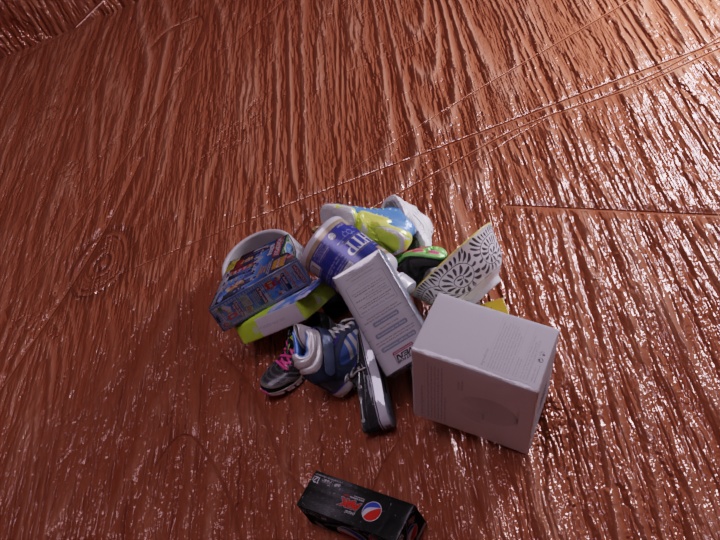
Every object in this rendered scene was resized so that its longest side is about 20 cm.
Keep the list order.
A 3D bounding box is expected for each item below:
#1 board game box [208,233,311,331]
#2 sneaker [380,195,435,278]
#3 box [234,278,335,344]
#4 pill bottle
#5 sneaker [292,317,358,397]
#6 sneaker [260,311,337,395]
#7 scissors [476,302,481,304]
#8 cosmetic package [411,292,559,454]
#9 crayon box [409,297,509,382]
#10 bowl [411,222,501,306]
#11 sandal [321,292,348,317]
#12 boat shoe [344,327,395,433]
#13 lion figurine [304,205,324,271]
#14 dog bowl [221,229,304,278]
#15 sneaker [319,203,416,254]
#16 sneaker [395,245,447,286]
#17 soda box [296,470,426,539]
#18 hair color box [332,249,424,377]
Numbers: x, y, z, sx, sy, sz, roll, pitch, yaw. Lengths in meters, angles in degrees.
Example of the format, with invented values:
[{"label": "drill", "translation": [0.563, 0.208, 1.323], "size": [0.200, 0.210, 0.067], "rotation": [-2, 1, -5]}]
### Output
[{"label": "board game box", "translation": [-0.188, 0.013, 1.784], "size": [0.199, 0.062, 0.200], "rotation": [-23, 25, 18]}, {"label": "sneaker", "translation": [0.121, -0.069, 1.799], "size": [0.078, 0.099, 0.201], "rotation": [-45, 55, 37]}, {"label": "box", "translation": [-0.141, 0.074, 1.744], "size": [0.199, 0.048, 0.122], "rotation": [-23, 12, 36]}, {"label": "pill bottle", "translation": [0.000, 0.000, 1.656], "size": [0.200, 0.120, 0.120], "rotation": [36, 68, 15]}, {"label": "sneaker", "translation": [-0.053, 0.119, 1.639], "size": [0.080, 0.146, 0.201], "rotation": [-18, 39, 49]}, {"label": "sneaker", "translation": [-0.123, 0.153, 1.698], "size": [0.200, 0.088, 0.074], "rotation": [-41, 43, -14]}, {"label": "scissors", "translation": [0.133, 0.120, 1.573], "size": [0.199, 0.014, 0.073], "rotation": [-23, 41, 4]}, {"label": "cosmetic package", "translation": [0.193, 0.162, 1.392], "size": [0.199, 0.200, 0.123], "rotation": [16, 55, 16]}, {"label": "crayon box", "translation": [0.182, 0.138, 1.574], "size": [0.199, 0.051, 0.127], "rotation": [-21, 42, 9]}, {"label": "bowl", "translation": [0.197, 0.013, 1.632], "size": [0.201, 0.201, 0.094], "rotation": [-40, 84, -14]}, {"label": "sandal", "translation": [-0.010, 0.010, 1.813], "size": [0.076, 0.043, 0.200], "rotation": [12, 55, 37]}, {"label": "boat shoe", "translation": [0.010, 0.192, 1.575], "size": [0.068, 0.074, 0.200], "rotation": [-18, 68, 12]}, {"label": "lion figurine", "translation": [-0.042, -0.051, 1.792], "size": [0.122, 0.072, 0.201], "rotation": [-11, 66, 36]}, {"label": "dog bowl", "translation": [-0.214, -0.009, 1.935], "size": [0.199, 0.059, 0.201], "rotation": [-15, 43, 15]}, {"label": "sneaker", "translation": [0.021, -0.091, 1.751], "size": [0.199, 0.076, 0.105], "rotation": [25, 34, 22]}, {"label": "sneaker", "translation": [0.096, 0.007, 1.712], "size": [0.200, 0.084, 0.077], "rotation": [-24, -5, 43]}, {"label": "soda box", "translation": [0.000, 0.389, 1.410], "size": [0.199, 0.063, 0.071], "rotation": [9, 54, 36]}, {"label": "hair color box", "translation": [0.045, 0.075, 1.540], "size": [0.099, 0.061, 0.201], "rotation": [-32, 75, 8]}]
